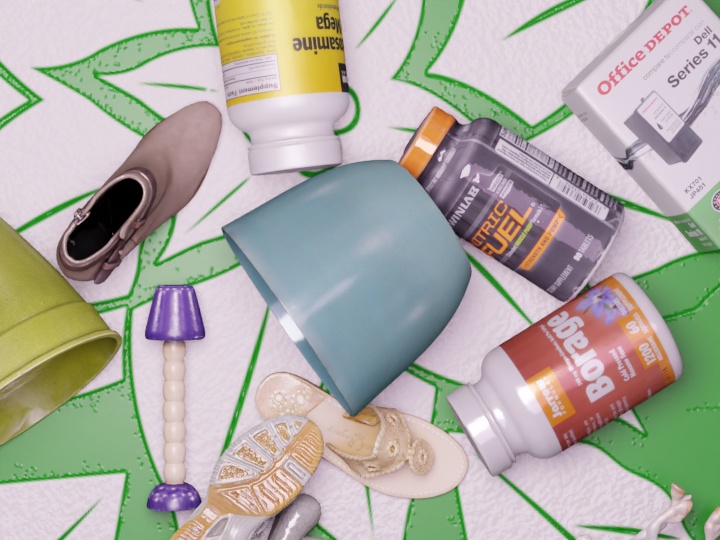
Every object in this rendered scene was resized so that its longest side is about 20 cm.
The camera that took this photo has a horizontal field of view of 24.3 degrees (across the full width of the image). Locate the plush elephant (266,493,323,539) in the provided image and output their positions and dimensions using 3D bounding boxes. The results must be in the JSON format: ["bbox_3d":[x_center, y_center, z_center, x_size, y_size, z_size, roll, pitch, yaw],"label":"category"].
[{"bbox_3d":[-0.030,0.327,1.481,0.154,0.165,0.201,27,88,-12],"label":"plush elephant"}]

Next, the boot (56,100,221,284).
[{"bbox_3d":[-0.192,-0.072,1.468,0.070,0.146,0.201,36,89,-1],"label":"boot"}]

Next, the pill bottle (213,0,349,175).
[{"bbox_3d":[-0.069,-0.190,1.490,0.111,0.112,0.202,-7,92,-3],"label":"pill bottle"}]

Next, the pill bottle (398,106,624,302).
[{"bbox_3d":[0.130,-0.066,1.506,0.199,0.106,0.107,32,89,-2],"label":"pill bottle"}]

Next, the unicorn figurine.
[{"bbox_3d":[0.271,0.265,1.532,0.199,0.074,0.138,33,100,-9],"label":"unicorn figurine"}]

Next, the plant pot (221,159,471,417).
[{"bbox_3d":[0.000,0.000,1.459,0.160,0.201,0.201,-35,92,-6],"label":"plant pot"}]

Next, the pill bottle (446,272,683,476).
[{"bbox_3d":[0.182,0.098,1.507,0.199,0.112,0.113,-32,92,-2],"label":"pill bottle"}]

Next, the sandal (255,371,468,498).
[{"bbox_3d":[0.001,0.155,1.520,0.210,0.070,0.078,24,90,-3],"label":"sandal"}]

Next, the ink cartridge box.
[{"bbox_3d":[0.302,-0.139,1.525,0.147,0.083,0.200,-44,92,-2],"label":"ink cartridge box"}]

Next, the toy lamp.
[{"bbox_3d":[-0.168,0.114,1.519,0.058,0.058,0.202,0,94,-3],"label":"toy lamp"}]

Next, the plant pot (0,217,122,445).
[{"bbox_3d":[-0.342,0.036,1.452,0.200,0.200,0.194,-35,81,-2],"label":"plant pot"}]

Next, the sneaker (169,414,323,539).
[{"bbox_3d":[-0.110,0.211,1.508,0.076,0.088,0.200,41,87,6],"label":"sneaker"}]
